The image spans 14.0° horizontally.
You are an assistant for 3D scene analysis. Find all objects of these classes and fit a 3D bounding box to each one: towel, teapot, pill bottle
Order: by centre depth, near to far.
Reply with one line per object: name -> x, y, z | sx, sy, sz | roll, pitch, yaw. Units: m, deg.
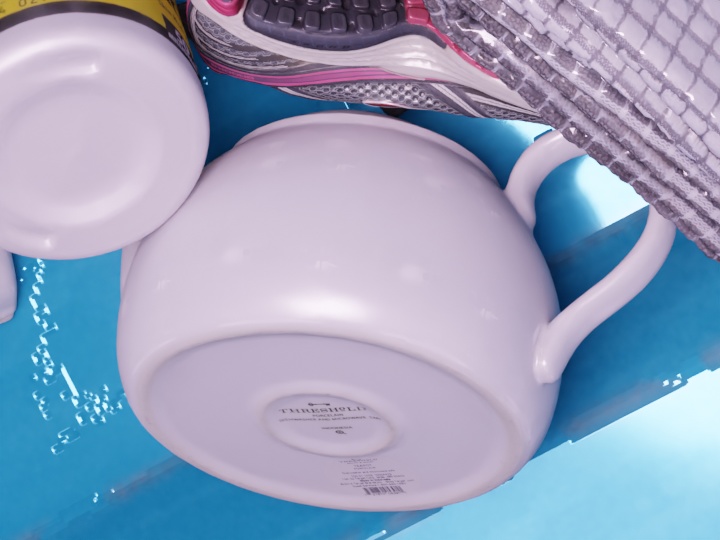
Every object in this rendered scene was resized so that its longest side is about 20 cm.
towel -> 0.135, -0.113, 1.151 | 0.200, 0.086, 0.166 | 40, 58, -11
pill bottle -> -0.131, -0.105, 1.208 | 0.111, 0.200, 0.112 | -8, 129, -10
teapot -> 0.000, 0.000, 1.218 | 0.199, 0.197, 0.147 | 19, 59, -16

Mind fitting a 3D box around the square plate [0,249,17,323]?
square plate -> -0.226, -0.062, 1.240 | 0.028, 0.198, 0.201 | -10, 93, 37

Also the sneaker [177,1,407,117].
sneaker -> 0.023, -0.145, 1.244 | 0.104, 0.060, 0.200 | 44, 106, 1

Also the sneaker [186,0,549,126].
sneaker -> 0.028, -0.099, 1.193 | 0.199, 0.075, 0.081 | 14, 63, -7
